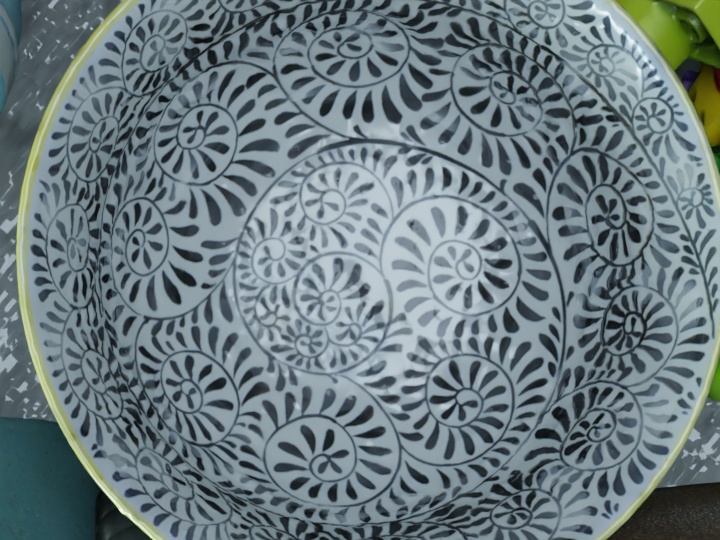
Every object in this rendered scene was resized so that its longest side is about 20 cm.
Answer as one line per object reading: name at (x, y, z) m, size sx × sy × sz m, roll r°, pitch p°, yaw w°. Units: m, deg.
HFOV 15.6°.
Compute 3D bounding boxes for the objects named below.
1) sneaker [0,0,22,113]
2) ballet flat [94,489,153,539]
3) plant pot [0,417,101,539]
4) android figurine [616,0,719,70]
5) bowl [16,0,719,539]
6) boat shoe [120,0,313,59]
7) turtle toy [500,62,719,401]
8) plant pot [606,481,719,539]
sneaker at (-0.135, -0.109, 0.821) m, size 0.079 × 0.200 × 0.131 m, roll 27°, pitch 76°, yaw -18°
ballet flat at (-0.039, 0.072, 0.800) m, size 0.057 × 0.200 × 0.067 m, roll -31°, pitch 101°, yaw 13°
plant pot at (-0.129, 0.151, 0.808) m, size 0.200 × 0.200 × 0.188 m, roll -9°, pitch 72°, yaw -4°
android figurine at (0.116, -0.129, 0.849) m, size 0.200 × 0.182 × 0.041 m, roll -48°, pitch 126°, yaw -14°
bowl at (0.000, 0.000, 0.769) m, size 0.200 × 0.094 × 0.201 m, roll 1°, pitch 86°, yaw -7°
boat shoe at (0.016, -0.129, 0.800) m, size 0.200 × 0.057 × 0.069 m, roll -30°, pitch 86°, yaw -20°
turtle toy at (0.133, -0.024, 0.840) m, size 0.200 × 0.146 × 0.101 m, roll -42°, pitch 123°, yaw -5°
plant pot at (0.083, 0.144, 0.797) m, size 0.200 × 0.187 × 0.187 m, roll 8°, pitch 85°, yaw -14°
